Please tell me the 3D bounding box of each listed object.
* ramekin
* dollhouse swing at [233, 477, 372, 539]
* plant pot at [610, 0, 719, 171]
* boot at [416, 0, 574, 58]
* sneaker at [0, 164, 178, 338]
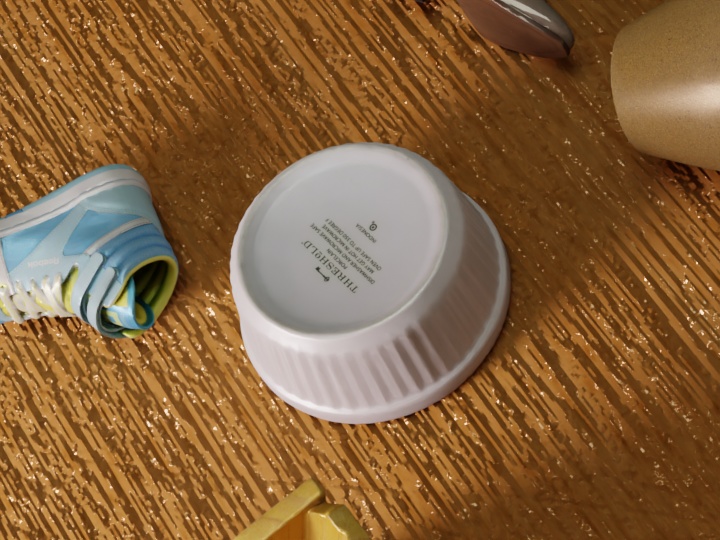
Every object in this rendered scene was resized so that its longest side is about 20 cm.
[{"bbox_3d":[0.000,0.000,1.623,0.202,0.094,0.203,-8,58,14],"label":"ramekin"},{"bbox_3d":[-0.051,0.279,1.441,0.175,0.182,0.200,-24,54,-21],"label":"dollhouse swing"},{"bbox_3d":[0.280,-0.140,1.574,0.199,0.186,0.187,-6,58,30],"label":"plant pot"},{"bbox_3d":[0.114,-0.253,1.750,0.200,0.070,0.146,28,70,30],"label":"boot"},{"bbox_3d":[-0.226,0.016,1.702,0.200,0.080,0.131,-33,54,-1],"label":"sneaker"}]
